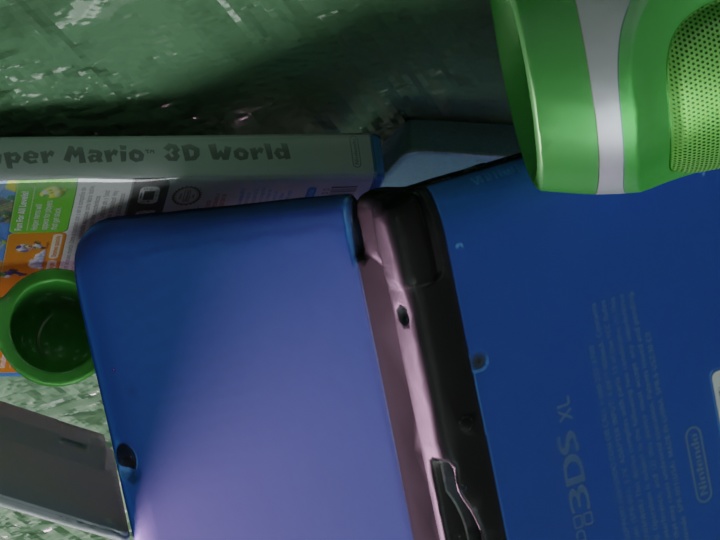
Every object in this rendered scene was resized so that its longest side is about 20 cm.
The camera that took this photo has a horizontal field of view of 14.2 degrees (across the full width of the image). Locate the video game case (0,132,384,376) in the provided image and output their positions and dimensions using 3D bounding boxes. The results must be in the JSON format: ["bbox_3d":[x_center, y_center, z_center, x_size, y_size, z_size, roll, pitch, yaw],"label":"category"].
[{"bbox_3d":[-0.103,-0.002,0.897,0.199,0.018,0.143,-1,155,-13],"label":"video game case"}]

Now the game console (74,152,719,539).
[{"bbox_3d":[0.029,0.064,0.862,0.170,0.201,0.118,-17,-167,-25],"label":"game console"}]

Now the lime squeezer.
[{"bbox_3d":[-0.088,0.020,0.900,0.199,0.038,0.070,14,179,-40],"label":"lime squeezer"}]

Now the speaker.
[{"bbox_3d":[0.138,-0.076,0.779,0.199,0.089,0.089,-11,158,-2],"label":"speaker"}]

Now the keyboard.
[{"bbox_3d":[-0.163,0.039,0.868,0.199,0.056,0.011,19,116,-19],"label":"keyboard"}]

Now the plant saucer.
[{"bbox_3d":[0.000,0.000,0.978,0.070,0.019,0.200,1,155,-28],"label":"plant saucer"}]
